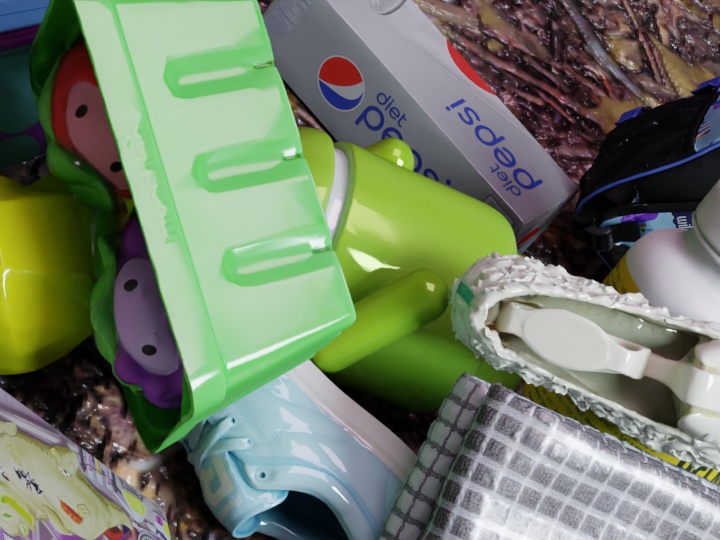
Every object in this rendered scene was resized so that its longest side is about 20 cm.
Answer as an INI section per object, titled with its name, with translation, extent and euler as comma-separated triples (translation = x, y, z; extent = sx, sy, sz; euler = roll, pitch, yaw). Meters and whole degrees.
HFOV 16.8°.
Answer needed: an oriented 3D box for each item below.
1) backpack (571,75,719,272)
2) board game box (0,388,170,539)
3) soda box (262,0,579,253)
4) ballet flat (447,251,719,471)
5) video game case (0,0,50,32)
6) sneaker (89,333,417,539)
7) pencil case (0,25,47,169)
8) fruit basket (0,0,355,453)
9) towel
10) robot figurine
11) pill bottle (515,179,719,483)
[backpack]
translation = 0.248, -0.032, 1.395
extent = 0.183, 0.199, 0.135
euler = 53, 34, -20
[board game box]
translation = -0.143, 0.106, 1.037
extent = 0.200, 0.032, 0.120
euler = 43, 25, -41
[soda box]
translation = 0.030, -0.092, 1.410
extent = 0.200, 0.063, 0.068
euler = 49, 39, 10
[ballet flat]
translation = 0.134, 0.049, 1.155
extent = 0.199, 0.072, 0.072
euler = 19, 41, -1
[video game case]
translation = -0.202, -0.146, 1.209
extent = 0.199, 0.018, 0.143
euler = 14, 22, 38
[sneaker]
translation = -0.056, 0.080, 1.174
extent = 0.200, 0.074, 0.082
euler = 34, 44, 0
[pencil case]
translation = -0.202, -0.088, 1.197
extent = 0.085, 0.093, 0.200
euler = 47, 38, 17
[fruit basket]
translation = -0.127, -0.015, 1.106
extent = 0.214, 0.155, 0.217
euler = 3, 76, -14
[towel]
translation = 0.103, 0.160, 1.156
extent = 0.199, 0.166, 0.086
euler = 25, -3, -23
[robot figurine]
translation = 0.000, 0.000, 1.258
extent = 0.199, 0.116, 0.176
euler = 24, 26, -18
[pill bottle]
translation = 0.159, 0.053, 1.255
extent = 0.112, 0.200, 0.113
euler = 30, 24, -15
